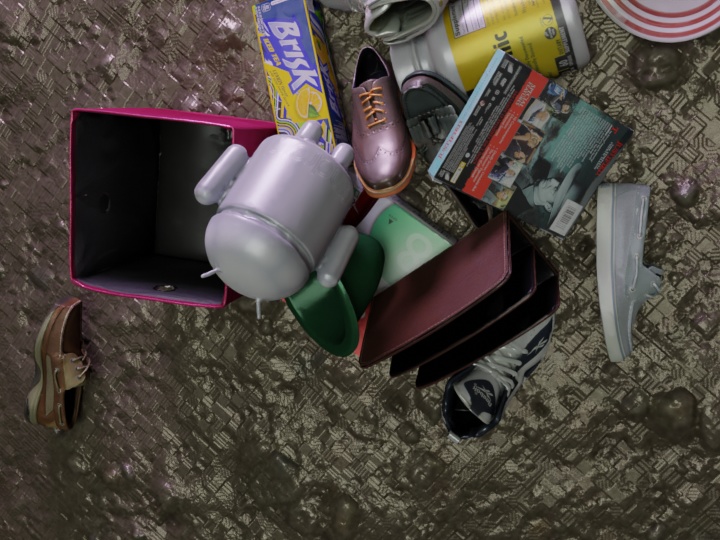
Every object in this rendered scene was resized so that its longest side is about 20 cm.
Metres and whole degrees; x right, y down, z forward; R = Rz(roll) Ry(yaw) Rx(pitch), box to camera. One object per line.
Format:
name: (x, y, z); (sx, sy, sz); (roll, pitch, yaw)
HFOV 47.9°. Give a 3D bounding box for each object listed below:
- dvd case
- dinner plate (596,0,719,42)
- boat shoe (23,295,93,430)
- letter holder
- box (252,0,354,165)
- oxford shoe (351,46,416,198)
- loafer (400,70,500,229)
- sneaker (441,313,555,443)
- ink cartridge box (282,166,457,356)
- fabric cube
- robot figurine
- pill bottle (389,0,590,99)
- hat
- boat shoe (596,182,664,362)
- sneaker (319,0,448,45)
dvd case: (0.186, -0.128, 0.872); (0.199, 0.022, 0.147); (20, 109, -28)
dinner plate: (0.311, -0.332, 0.814); (0.199, 0.024, 0.202); (32, 139, 32)
boat shoe: (-0.405, 0.132, 1.120); (0.073, 0.076, 0.202); (20, 113, 5)
letter holder: (0.108, 0.054, 0.882); (0.199, 0.143, 0.101); (-34, 110, 27)
box: (-0.066, -0.215, 0.946); (0.069, 0.064, 0.202); (-13, 86, 16)
oxford shoe: (0.015, -0.163, 0.883); (0.071, 0.201, 0.073); (-17, 139, 12)
loafer: (0.105, -0.126, 0.881); (0.071, 0.063, 0.200); (-13, 134, 34)
sneaker: (0.155, 0.119, 0.930); (0.079, 0.130, 0.200); (40, 108, 3)
ink cartridge box: (0.000, 0.000, 0.994); (0.160, 0.050, 0.201); (35, 105, 7)
fabric cube: (-0.203, -0.083, 0.954); (0.194, 0.199, 0.202); (8, 102, 13)
robot figurine: (-0.081, -0.054, 0.812); (0.169, 0.113, 0.201); (32, 66, -8)
pill bottle: (0.137, -0.243, 0.878); (0.198, 0.111, 0.112); (-17, 96, 18)
hat: (0.011, -0.019, 0.951); (0.175, 0.200, 0.166); (-31, 75, -25)
boat shoe: (0.301, 0.003, 0.900); (0.071, 0.070, 0.203); (-2, 97, 19)
sneaker: (0.013, -0.298, 0.875); (0.198, 0.116, 0.074); (3, 140, 36)
